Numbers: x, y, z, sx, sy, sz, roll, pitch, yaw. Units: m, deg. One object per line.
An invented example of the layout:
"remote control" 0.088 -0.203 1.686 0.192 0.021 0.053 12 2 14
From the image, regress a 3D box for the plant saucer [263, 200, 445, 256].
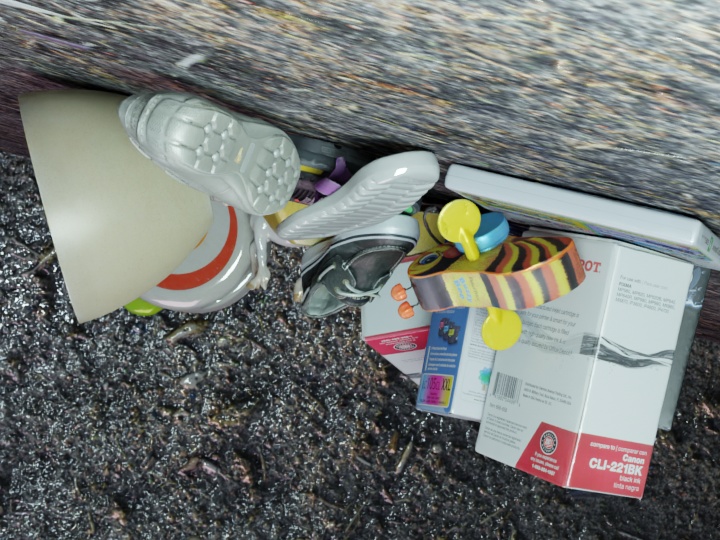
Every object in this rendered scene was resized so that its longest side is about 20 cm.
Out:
"plant saucer" -0.008 -0.048 1.557 0.199 0.049 0.200 6 -175 -10

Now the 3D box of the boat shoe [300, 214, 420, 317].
"boat shoe" 0.000 0.000 1.426 0.072 0.071 0.200 9 162 -20

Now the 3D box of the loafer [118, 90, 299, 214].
"loafer" -0.108 -0.091 1.151 0.070 0.070 0.200 24 177 26

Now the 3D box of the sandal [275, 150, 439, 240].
"sandal" 0.000 -0.067 1.217 0.082 0.050 0.202 -2 167 -33

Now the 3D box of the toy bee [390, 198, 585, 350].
"toy bee" 0.086 0.011 1.268 0.131 0.109 0.200 56 155 -4

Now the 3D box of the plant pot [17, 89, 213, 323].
"plant pot" -0.201 -0.068 1.318 0.134 0.201 0.200 -15 -176 -9

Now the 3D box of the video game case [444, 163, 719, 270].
"video game case" 0.186 -0.041 1.227 0.199 0.022 0.182 15 179 22

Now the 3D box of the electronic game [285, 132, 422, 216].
"electronic game" -0.044 -0.080 1.340 0.199 0.042 0.200 13 172 2

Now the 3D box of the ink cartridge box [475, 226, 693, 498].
"ink cartridge box" 0.184 0.073 1.287 0.084 0.201 0.144 11 -179 -27

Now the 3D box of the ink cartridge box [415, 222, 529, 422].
"ink cartridge box" 0.138 0.042 1.394 0.136 0.201 0.076 14 174 -27

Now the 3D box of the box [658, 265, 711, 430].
"box" 0.263 0.058 1.465 0.086 0.164 0.200 15 178 5

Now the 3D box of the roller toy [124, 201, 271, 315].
"roller toy" -0.200 -0.046 1.786 0.182 0.201 0.140 3 177 6

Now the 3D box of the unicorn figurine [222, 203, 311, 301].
"unicorn figurine" -0.087 -0.043 1.681 0.199 0.138 0.074 11 -170 7

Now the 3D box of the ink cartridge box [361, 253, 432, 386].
"ink cartridge box" 0.104 0.054 1.555 0.145 0.084 0.200 -12 155 20

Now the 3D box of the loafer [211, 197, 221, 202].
"loafer" -0.164 -0.108 1.466 0.199 0.070 0.070 5 133 12
